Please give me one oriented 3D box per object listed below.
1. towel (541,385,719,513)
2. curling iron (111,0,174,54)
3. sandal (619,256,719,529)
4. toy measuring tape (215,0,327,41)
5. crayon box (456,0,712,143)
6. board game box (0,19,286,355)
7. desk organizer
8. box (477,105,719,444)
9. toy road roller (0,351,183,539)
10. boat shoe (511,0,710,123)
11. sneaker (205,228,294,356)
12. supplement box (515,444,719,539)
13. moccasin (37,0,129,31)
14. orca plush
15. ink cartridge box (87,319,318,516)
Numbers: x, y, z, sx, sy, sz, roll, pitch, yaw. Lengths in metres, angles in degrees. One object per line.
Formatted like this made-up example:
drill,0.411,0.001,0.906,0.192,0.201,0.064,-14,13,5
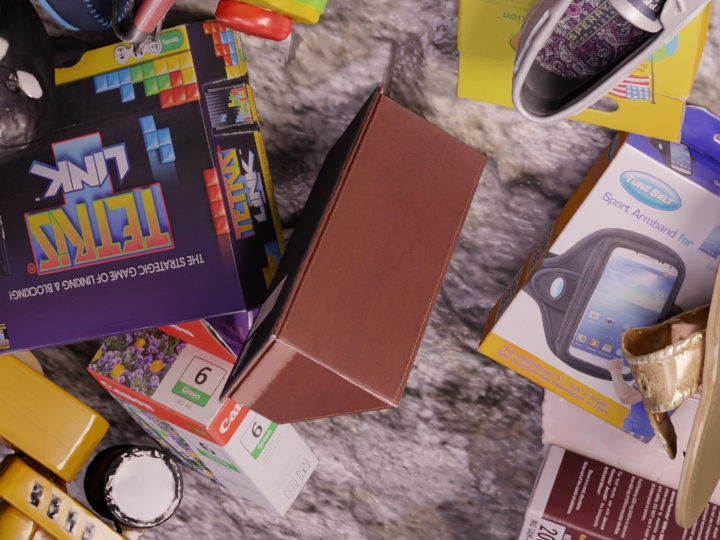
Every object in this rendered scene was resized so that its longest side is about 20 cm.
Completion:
towel,0.208,0.138,1.265,0.190,0.032,0.201,12,137,15
curling iron,-0.077,-0.194,1.022,0.025,0.050,0.200,15,127,-32
sandal,0.178,0.038,1.086,0.069,0.078,0.213,24,126,23
toy measuring tape,-0.028,-0.151,1.024,0.200,0.074,0.074,17,148,55
crayon box,0.114,-0.163,0.985,0.126,0.051,0.201,14,137,12
board game box,-0.147,-0.046,1.170,0.199,0.057,0.166,-11,93,34
desk organizer,0.000,0.000,1.097,0.077,0.200,0.072,30,138,-9
box,0.163,0.000,1.119,0.119,0.042,0.200,28,131,-4
toy road roller,-0.228,0.152,1.380,0.200,0.146,0.123,38,167,-9
boat shoe,0.132,-0.137,0.913,0.072,0.069,0.200,38,137,-15
sneaker,-0.052,0.023,1.229,0.200,0.089,0.080,-21,124,43
supplement box,0.195,0.196,1.261,0.199,0.061,0.109,19,137,7
moccasin,-0.155,-0.211,1.046,0.068,0.081,0.201,0,134,20
orca plush,-0.192,-0.117,1.114,0.071,0.200,0.106,4,108,-23
ink cartridge box,-0.113,0.079,1.284,0.109,0.050,0.200,23,160,32
